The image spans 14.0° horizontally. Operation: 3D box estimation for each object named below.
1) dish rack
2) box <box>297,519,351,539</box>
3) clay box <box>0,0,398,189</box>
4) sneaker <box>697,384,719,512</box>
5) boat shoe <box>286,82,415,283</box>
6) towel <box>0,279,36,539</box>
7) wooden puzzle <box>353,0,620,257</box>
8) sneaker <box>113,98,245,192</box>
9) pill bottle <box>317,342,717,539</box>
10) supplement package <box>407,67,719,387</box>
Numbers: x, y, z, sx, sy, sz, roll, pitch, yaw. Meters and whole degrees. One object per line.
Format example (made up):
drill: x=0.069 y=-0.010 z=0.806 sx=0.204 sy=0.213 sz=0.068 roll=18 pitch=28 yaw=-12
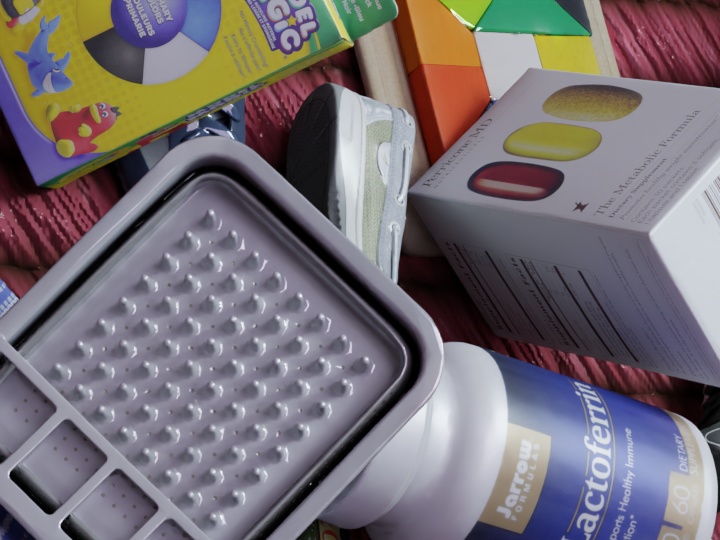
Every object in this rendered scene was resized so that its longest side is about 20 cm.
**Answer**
dish rack: x=-0.078 y=0.056 z=1.371 sx=0.172 sy=0.044 sz=0.200 roll=43 pitch=81 yaw=8
box: x=-0.065 y=0.097 z=1.452 sx=0.137 sy=0.038 sz=0.200 roll=3 pitch=68 yaw=-60
clay box: x=-0.093 y=-0.134 z=1.473 sx=0.115 sy=0.200 sz=0.048 roll=65 pitch=8 yaw=3
sneaker: x=0.221 y=0.076 z=1.671 sx=0.086 sy=0.080 sz=0.200 roll=56 pitch=29 yaw=10
boat shoe: x=-0.001 y=0.000 z=1.548 sx=0.065 sy=0.074 sz=0.202 roll=12 pitch=62 yaw=-28
towel: x=-0.139 y=0.106 z=1.415 sx=0.200 sy=0.024 sz=0.145 roll=49 pitch=33 yaw=-10
wooden puzzle: x=0.081 y=-0.108 z=1.670 sx=0.185 sy=0.037 sz=0.200 roll=-1 pitch=73 yaw=-35
sneaker: x=-0.087 y=-0.102 z=1.521 sx=0.070 sy=0.082 sz=0.200 roll=-2 pitch=74 yaw=-38
pill bottle: x=0.069 y=0.102 z=1.471 sx=0.200 sy=0.116 sz=0.116 roll=18 pitch=62 yaw=-28
supplement package: x=0.141 y=-0.025 z=1.549 sx=0.114 sy=0.200 sz=0.110 roll=-46 pitch=121 yaw=-23
